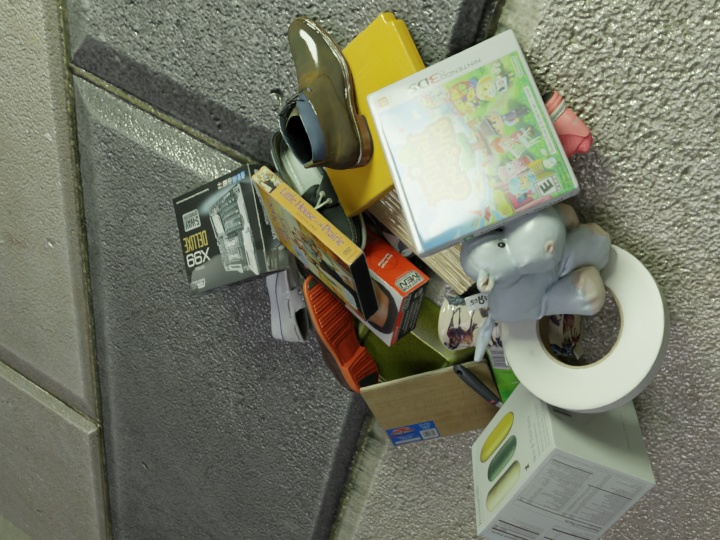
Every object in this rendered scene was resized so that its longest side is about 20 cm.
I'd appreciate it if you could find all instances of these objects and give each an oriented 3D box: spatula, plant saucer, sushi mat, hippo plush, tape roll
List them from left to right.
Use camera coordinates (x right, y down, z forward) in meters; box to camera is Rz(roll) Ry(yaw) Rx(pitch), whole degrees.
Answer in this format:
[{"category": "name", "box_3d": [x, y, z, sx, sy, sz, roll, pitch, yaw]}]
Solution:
[{"category": "plant saucer", "box_3d": [0.065, 0.123, 1.204, 0.198, 0.048, 0.202, 36, 136, 6]}, {"category": "sushi mat", "box_3d": [0.086, -0.057, 1.020, 0.199, 0.012, 0.096, 42, 136, -3]}, {"category": "spatula", "box_3d": [0.209, 0.194, 1.129, 0.198, 0.021, 0.056, 37, 138, -15]}, {"category": "hippo plush", "box_3d": [0.174, -0.025, 0.891, 0.197, 0.163, 0.160, -23, 142, 26]}, {"category": "tape roll", "box_3d": [0.264, 0.066, 0.931, 0.199, 0.209, 0.037, -1, 166, 35]}]

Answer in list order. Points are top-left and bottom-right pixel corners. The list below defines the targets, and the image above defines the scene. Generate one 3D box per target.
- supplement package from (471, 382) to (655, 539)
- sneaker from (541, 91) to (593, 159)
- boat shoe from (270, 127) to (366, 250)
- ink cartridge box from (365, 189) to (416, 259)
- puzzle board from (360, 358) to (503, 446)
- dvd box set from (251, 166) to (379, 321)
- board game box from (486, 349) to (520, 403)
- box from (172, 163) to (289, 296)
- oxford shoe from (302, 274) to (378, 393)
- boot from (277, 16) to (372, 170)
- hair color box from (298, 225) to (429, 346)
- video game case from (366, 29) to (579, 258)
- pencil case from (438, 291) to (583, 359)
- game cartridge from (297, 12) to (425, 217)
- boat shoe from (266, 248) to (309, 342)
[{"category": "supplement package", "box_3d": [0.261, 0.258, 1.046, 0.147, 0.154, 0.202, 20, 127, -11]}, {"category": "sneaker", "box_3d": [0.194, -0.109, 0.914, 0.086, 0.074, 0.201, 37, 136, 1]}, {"category": "boat shoe", "box_3d": [-0.062, -0.104, 1.050, 0.075, 0.060, 0.202, -40, 75, 20]}, {"category": "ink cartridge box", "box_3d": [0.036, -0.116, 1.044, 0.099, 0.039, 0.201, -28, 104, 45]}, {"category": "puzzle board", "box_3d": [0.115, 0.203, 1.187, 0.195, 0.018, 0.152, -15, 131, 16]}, {"category": "dvd box set", "box_3d": [-0.059, -0.034, 1.032, 0.199, 0.029, 0.147, 42, 163, 27]}, {"category": "board game box", "box_3d": [0.251, 0.184, 1.137, 0.094, 0.030, 0.204, -1, 120, 36]}, {"category": "box", "box_3d": [-0.202, -0.058, 1.198, 0.197, 0.049, 0.162, -14, 85, 41]}, {"category": "oxford shoe", "box_3d": [-0.046, 0.102, 1.190, 0.072, 0.071, 0.204, -9, 110, 50]}, {"category": "boot", "box_3d": [-0.060, -0.214, 0.940, 0.074, 0.096, 0.204, -31, 82, 44]}, {"category": "hair color box", "box_3d": [0.000, 0.000, 1.105, 0.199, 0.061, 0.103, 40, 139, 26]}, {"category": "video game case", "box_3d": [0.115, -0.138, 0.839, 0.178, 0.022, 0.204, -22, 70, 11]}, {"category": "pencil case", "box_3d": [0.200, 0.074, 1.049, 0.196, 0.077, 0.092, -1, 106, 35]}, {"category": "game cartridge", "box_3d": [0.014, -0.189, 0.967, 0.198, 0.032, 0.180, -30, 82, 44]}, {"category": "boat shoe", "box_3d": [-0.108, 0.034, 1.248, 0.064, 0.074, 0.203, 12, 136, 12]}]
